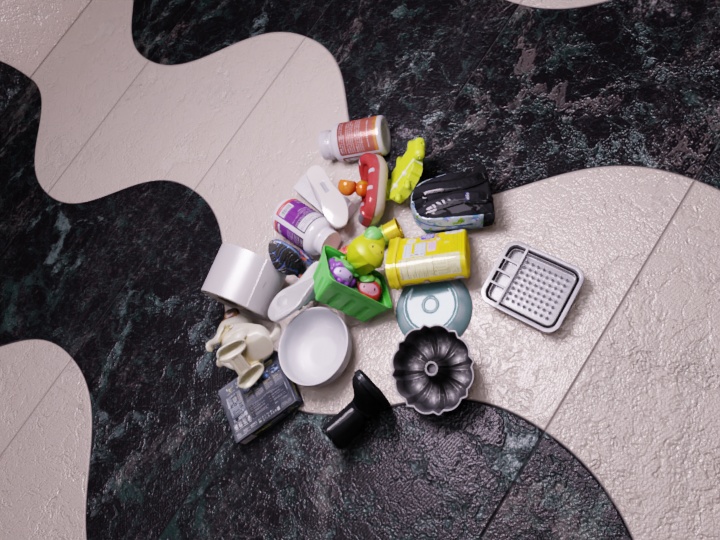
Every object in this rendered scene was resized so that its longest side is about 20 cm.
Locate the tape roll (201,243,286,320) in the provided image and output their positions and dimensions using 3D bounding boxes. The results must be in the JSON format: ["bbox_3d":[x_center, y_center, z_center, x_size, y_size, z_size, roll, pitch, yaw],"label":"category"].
[{"bbox_3d":[-0.317,0.033,1.478,0.199,0.203,0.141,15,74,27],"label":"tape roll"}]

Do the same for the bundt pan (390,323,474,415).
[{"bbox_3d":[0.174,0.228,1.249,0.198,0.076,0.207,-5,77,24],"label":"bundt pan"}]

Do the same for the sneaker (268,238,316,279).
[{"bbox_3d":[-0.180,-0.027,1.457,0.075,0.200,0.079,-39,44,11],"label":"sneaker"}]

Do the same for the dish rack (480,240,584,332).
[{"bbox_3d":[0.401,0.040,1.263,0.198,0.044,0.173,28,80,30],"label":"dish rack"}]

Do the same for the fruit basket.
[{"bbox_3d":[0.000,0.000,1.338,0.213,0.217,0.157,-26,40,10],"label":"fruit basket"}]

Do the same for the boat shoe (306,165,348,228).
[{"bbox_3d":[-0.092,-0.195,1.497,0.071,0.069,0.201,-32,71,-8],"label":"boat shoe"}]

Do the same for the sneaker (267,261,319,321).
[{"bbox_3d":[-0.148,0.079,1.429,0.200,0.119,0.074,-43,58,-10],"label":"sneaker"}]

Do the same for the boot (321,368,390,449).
[{"bbox_3d":[-0.021,0.324,1.239,0.162,0.199,0.074,-39,56,-5],"label":"boot"}]

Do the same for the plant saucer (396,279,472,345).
[{"bbox_3d":[0.177,0.090,1.341,0.196,0.036,0.204,-9,65,20],"label":"plant saucer"}]

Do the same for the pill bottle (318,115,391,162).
[{"bbox_3d":[-0.018,-0.380,1.575,0.196,0.112,0.115,-4,67,20],"label":"pill bottle"}]

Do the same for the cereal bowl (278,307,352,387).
[{"bbox_3d":[-0.107,0.202,1.386,0.196,0.083,0.204,-9,66,20],"label":"cereal bowl"}]

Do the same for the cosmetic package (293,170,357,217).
[{"bbox_3d":[-0.104,-0.211,1.576,0.083,0.051,0.200,-48,60,1],"label":"cosmetic package"}]

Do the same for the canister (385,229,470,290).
[{"bbox_3d":[0.171,-0.030,1.344,0.196,0.088,0.150,-8,34,18],"label":"canister"}]

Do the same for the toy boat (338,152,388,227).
[{"bbox_3d":[0.002,-0.226,1.477,0.128,0.131,0.204,9,68,-8],"label":"toy boat"}]

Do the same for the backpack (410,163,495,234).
[{"bbox_3d":[0.227,-0.169,1.379,0.195,0.154,0.166,-6,67,-4],"label":"backpack"}]

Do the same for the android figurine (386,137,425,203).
[{"bbox_3d":[0.121,-0.264,1.450,0.183,0.040,0.202,-51,21,42],"label":"android figurine"}]

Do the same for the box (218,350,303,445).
[{"bbox_3d":[-0.264,0.333,1.416,0.199,0.051,0.159,-36,60,6],"label":"box"}]

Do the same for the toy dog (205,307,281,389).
[{"bbox_3d":[-0.318,0.177,1.430,0.194,0.140,0.199,-45,33,-10],"label":"toy dog"}]

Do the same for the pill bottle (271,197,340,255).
[{"bbox_3d":[-0.152,-0.117,1.522,0.199,0.112,0.113,34,84,30],"label":"pill bottle"}]

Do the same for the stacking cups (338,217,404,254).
[{"bbox_3d":[0.021,-0.068,1.465,0.198,0.060,0.061,-29,60,14],"label":"stacking cups"}]
